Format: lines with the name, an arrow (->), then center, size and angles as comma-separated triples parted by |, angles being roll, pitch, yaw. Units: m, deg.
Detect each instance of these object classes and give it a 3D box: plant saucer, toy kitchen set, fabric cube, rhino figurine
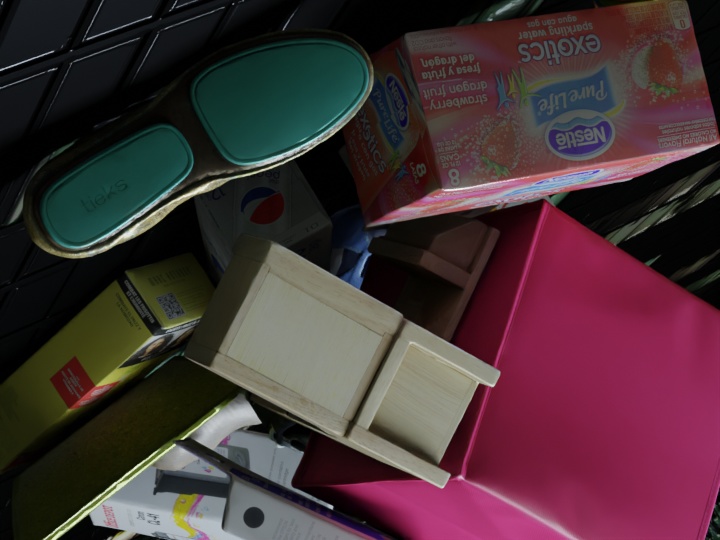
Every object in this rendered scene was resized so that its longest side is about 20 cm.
plant saucer -> -0.177, 0.128, 1.459 | 0.200, 0.048, 0.200 | -38, 178, -13
toy kitchen set -> -0.025, 0.007, 1.255 | 0.200, 0.180, 0.163 | 15, -103, 61
fabric cube -> 0.109, 0.093, 1.361 | 0.200, 0.199, 0.196 | -11, -124, 56
rhino figurine -> -0.102, 0.086, 1.612 | 0.200, 0.087, 0.060 | -29, 169, -14

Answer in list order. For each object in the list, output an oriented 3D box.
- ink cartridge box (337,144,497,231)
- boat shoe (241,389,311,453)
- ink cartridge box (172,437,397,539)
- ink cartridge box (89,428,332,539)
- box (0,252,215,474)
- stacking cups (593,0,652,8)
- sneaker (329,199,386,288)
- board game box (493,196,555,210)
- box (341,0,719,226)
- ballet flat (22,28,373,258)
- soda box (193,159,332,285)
ink cartridge box -> 0.068, -0.088, 1.380 | 0.116, 0.067, 0.200 | -36, 169, 24
boat shoe -> -0.039, 0.113, 1.560 | 0.076, 0.060, 0.200 | -36, 159, 9
ink cartridge box -> -0.044, 0.176, 1.414 | 0.043, 0.200, 0.198 | -63, 179, -4
ink cartridge box -> -0.122, 0.180, 1.692 | 0.200, 0.086, 0.148 | 10, 163, 0
box -> -0.184, 0.065, 1.398 | 0.200, 0.050, 0.075 | -38, 169, 32
stacking cups -> 0.169, -0.186, 1.291 | 0.060, 0.061, 0.200 | -33, 174, 6
sneaker -> 0.000, 0.000, 1.537 | 0.074, 0.082, 0.200 | -16, 160, -47
board game box -> 0.122, 0.004, 1.700 | 0.046, 0.152, 0.200 | -27, 168, -21
box -> 0.098, -0.095, 1.210 | 0.200, 0.095, 0.103 | -11, 174, -29
ballet flat -> -0.089, -0.070, 1.073 | 0.200, 0.071, 0.071 | -30, 169, -13
soda box -> -0.063, -0.014, 1.354 | 0.068, 0.063, 0.200 | -30, 168, -9
